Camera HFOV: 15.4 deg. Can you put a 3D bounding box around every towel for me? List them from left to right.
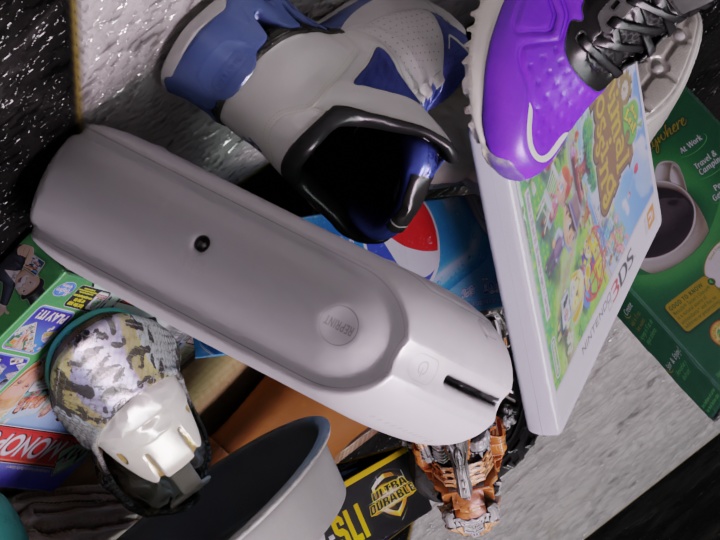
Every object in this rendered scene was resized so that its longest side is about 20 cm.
[{"bbox_3d":[-0.216,0.186,1.451,0.200,0.035,0.132,-42,161,20],"label":"towel"}]

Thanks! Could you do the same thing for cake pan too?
[{"bbox_3d":[-0.086,0.151,1.368,0.200,0.037,0.200,-36,-171,6],"label":"cake pan"}]

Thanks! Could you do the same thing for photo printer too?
[{"bbox_3d":[-0.030,0.013,1.185,0.070,0.200,0.166,-63,159,-1],"label":"photo printer"}]

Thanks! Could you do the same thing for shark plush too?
[{"bbox_3d":[0.038,-0.075,1.419,0.083,0.091,0.200,-26,-173,13],"label":"shark plush"}]

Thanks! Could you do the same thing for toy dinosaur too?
[{"bbox_3d":[0.054,0.053,1.531,0.136,0.102,0.200,-92,-168,-59],"label":"toy dinosaur"}]

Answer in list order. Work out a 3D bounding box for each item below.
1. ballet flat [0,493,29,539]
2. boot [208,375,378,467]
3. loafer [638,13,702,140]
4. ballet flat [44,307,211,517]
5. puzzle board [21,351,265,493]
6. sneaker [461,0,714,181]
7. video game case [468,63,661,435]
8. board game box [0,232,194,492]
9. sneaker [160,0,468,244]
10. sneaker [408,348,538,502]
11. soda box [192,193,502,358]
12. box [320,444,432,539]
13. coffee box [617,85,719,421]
[{"bbox_3d":[-0.200,0.122,1.233,0.062,0.068,0.200,-25,162,-3],"label":"ballet flat"},{"bbox_3d":[-0.056,0.096,1.498,0.155,0.074,0.200,-33,159,-14],"label":"boot"},{"bbox_3d":[0.126,-0.073,1.512,0.200,0.070,0.070,-51,169,-11],"label":"loafer"},{"bbox_3d":[-0.104,0.077,1.314,0.072,0.072,0.200,-39,162,-10],"label":"ballet flat"},{"bbox_3d":[-0.096,0.073,1.501,0.200,0.017,0.151,-41,163,-1],"label":"puzzle board"},{"bbox_3d":[0.121,-0.131,1.224,0.070,0.099,0.200,38,71,-55],"label":"sneaker"},{"bbox_3d":[0.111,-0.047,1.378,0.182,0.022,0.200,-60,146,-43],"label":"video game case"},{"bbox_3d":[-0.156,0.049,1.299,0.135,0.029,0.200,-46,162,9],"label":"board game box"},{"bbox_3d":[0.001,-0.065,1.217,0.081,0.115,0.199,-49,161,23],"label":"sneaker"},{"bbox_3d":[0.073,0.076,1.674,0.079,0.074,0.200,-45,-166,43],"label":"sneaker"},{"bbox_3d":[0.000,0.000,1.376,0.068,0.064,0.200,-9,-179,41],"label":"soda box"},{"bbox_3d":[-0.076,0.177,1.624,0.200,0.049,0.160,-27,-174,-40],"label":"box"},{"bbox_3d":[0.189,-0.024,1.573,0.123,0.200,0.044,-37,165,-19],"label":"coffee box"}]
